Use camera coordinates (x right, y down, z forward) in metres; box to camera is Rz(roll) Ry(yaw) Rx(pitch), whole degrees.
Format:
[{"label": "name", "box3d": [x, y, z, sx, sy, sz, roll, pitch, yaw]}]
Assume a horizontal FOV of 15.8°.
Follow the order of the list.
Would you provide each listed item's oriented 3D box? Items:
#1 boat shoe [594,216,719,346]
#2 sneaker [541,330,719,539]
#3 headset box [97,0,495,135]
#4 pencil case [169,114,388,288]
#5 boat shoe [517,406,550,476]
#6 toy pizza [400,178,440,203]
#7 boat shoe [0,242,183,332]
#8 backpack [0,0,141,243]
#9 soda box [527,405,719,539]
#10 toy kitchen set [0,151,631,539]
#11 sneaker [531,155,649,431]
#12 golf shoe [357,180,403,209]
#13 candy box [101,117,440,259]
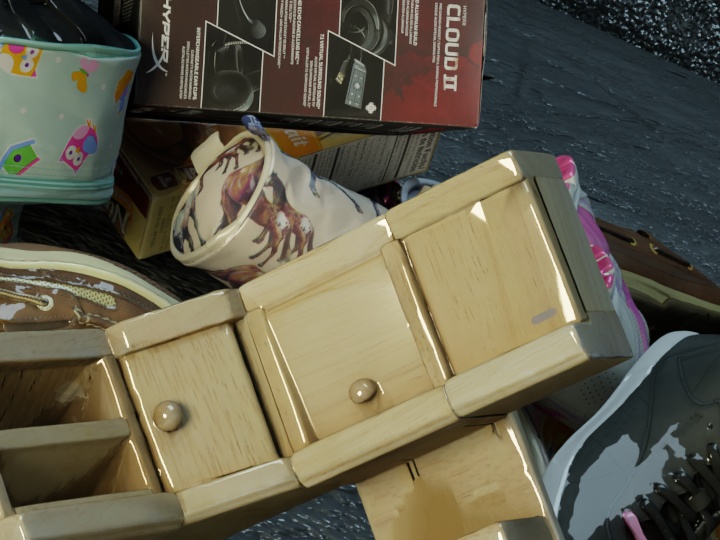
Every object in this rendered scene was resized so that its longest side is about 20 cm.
[{"label": "boat shoe", "box3d": [0.147, 0.008, 1.373, 0.200, 0.072, 0.068, 19, 50, -55]}, {"label": "sneaker", "box3d": [0.144, 0.086, 1.085, 0.099, 0.071, 0.200, -10, 28, 38]}, {"label": "headset box", "box3d": [-0.031, -0.113, 1.360, 0.199, 0.078, 0.149, 4, 1, -15]}, {"label": "pencil case", "box3d": [0.000, 0.000, 1.321, 0.200, 0.078, 0.090, 30, 38, -28]}, {"label": "boat shoe", "box3d": [0.030, 0.069, 1.203, 0.200, 0.072, 0.076, 52, -13, 42]}, {"label": "toy pizza", "box3d": [0.105, 0.011, 1.493, 0.200, 0.032, 0.200, 37, 18, -14]}, {"label": "boat shoe", "box3d": [-0.155, 0.030, 1.090, 0.201, 0.075, 0.075, 20, 39, -20]}, {"label": "backpack", "box3d": [-0.210, -0.085, 1.245, 0.199, 0.154, 0.175, 15, 7, 35]}, {"label": "soda box", "box3d": [0.138, 0.101, 1.238, 0.068, 0.064, 0.200, 15, 13, -25]}, {"label": "toy kitchen set", "box3d": [-0.020, 0.072, 0.901, 0.180, 0.199, 0.164, 0, 66, -62]}, {"label": "sneaker", "box3d": [0.087, 0.016, 1.223, 0.200, 0.081, 0.088, -99, 164, -63]}, {"label": "golf shoe", "box3d": [-0.043, -0.048, 1.550, 0.199, 0.073, 0.092, 20, 11, -5]}, {"label": "candy box", "box3d": [-0.065, -0.088, 1.472, 0.199, 0.055, 0.116, -19, 57, -30]}]
